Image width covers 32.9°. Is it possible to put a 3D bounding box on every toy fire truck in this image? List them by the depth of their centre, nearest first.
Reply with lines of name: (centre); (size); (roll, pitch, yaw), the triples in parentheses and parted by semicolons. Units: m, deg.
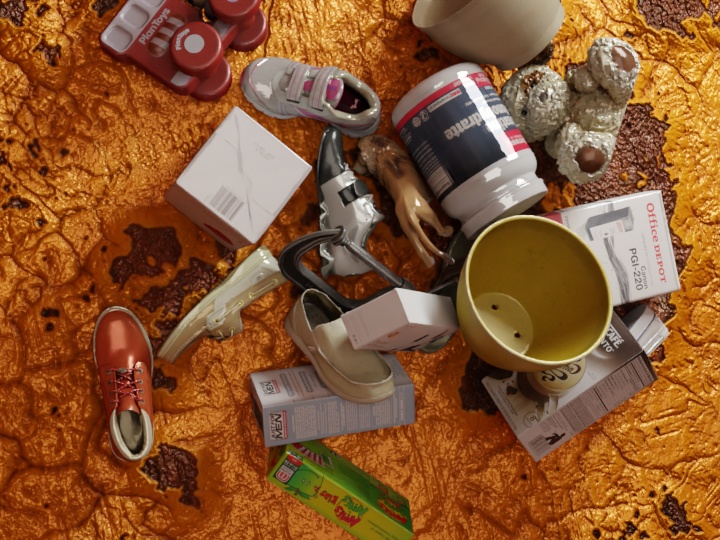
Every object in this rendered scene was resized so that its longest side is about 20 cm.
toy fire truck: (-0.219, -0.328, 1.564); (0.167, 0.112, 0.201); (33, 81, 9)

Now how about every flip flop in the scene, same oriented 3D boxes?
flip flop: (0.132, 0.023, 1.652); (0.081, 0.058, 0.201); (34, 84, -6)

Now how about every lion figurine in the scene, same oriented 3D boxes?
lion figurine: (0.061, -0.097, 1.592); (0.072, 0.200, 0.123); (-36, 129, 2)

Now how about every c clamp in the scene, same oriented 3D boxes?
c clamp: (0.000, 0.000, 1.579); (0.199, 0.171, 0.027); (32, 42, -28)

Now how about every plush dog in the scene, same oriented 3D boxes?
plush dog: (0.273, -0.222, 1.665); (0.171, 0.160, 0.201); (18, 89, 8)

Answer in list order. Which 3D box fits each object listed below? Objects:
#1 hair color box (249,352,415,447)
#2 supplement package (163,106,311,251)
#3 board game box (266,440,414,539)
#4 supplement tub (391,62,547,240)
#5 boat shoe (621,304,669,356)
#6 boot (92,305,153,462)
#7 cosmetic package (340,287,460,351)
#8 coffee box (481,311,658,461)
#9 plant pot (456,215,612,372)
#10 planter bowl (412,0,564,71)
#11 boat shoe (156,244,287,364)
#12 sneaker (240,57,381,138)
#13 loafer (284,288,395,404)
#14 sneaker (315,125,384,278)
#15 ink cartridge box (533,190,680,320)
hair color box: (-0.038, 0.166, 1.584); (0.199, 0.099, 0.061); (-7, 112, -13)
supplement package: (-0.158, -0.108, 1.516); (0.121, 0.200, 0.120); (38, 81, -9)
board game box: (-0.026, 0.286, 1.584); (0.199, 0.102, 0.048); (34, 102, -10)
supplement tub: (0.143, -0.157, 1.601); (0.140, 0.140, 0.201); (-29, 82, -12)
boat shoe: (0.355, 0.141, 1.699); (0.066, 0.072, 0.200); (43, 75, -9)
boot: (-0.292, 0.143, 1.530); (0.075, 0.107, 0.201); (-9, 89, -11)
cosmetic package: (0.056, 0.066, 1.542); (0.082, 0.200, 0.051); (-29, 75, 19)
coffee box: (0.278, 0.144, 1.621); (0.199, 0.113, 0.080); (-36, 135, 4)
plant pot: (0.203, 0.051, 1.567); (0.199, 0.142, 0.201); (7, 64, -15)
planter bowl: (0.186, -0.353, 1.616); (0.135, 0.200, 0.201); (41, 80, -25)
boat shoe: (-0.176, 0.055, 1.574); (0.200, 0.074, 0.066); (-44, 93, -10)
sneaker: (-0.058, -0.237, 1.597); (0.199, 0.088, 0.082); (12, 81, -13)
loafer: (-0.030, 0.094, 1.552); (0.075, 0.200, 0.069); (-24, 137, -33)
sneaker: (-0.012, -0.092, 1.606); (0.088, 0.074, 0.202); (-3, 98, 10)
ink cartridge box: (0.327, -0.020, 1.686); (0.199, 0.085, 0.147); (-13, 92, -15)
